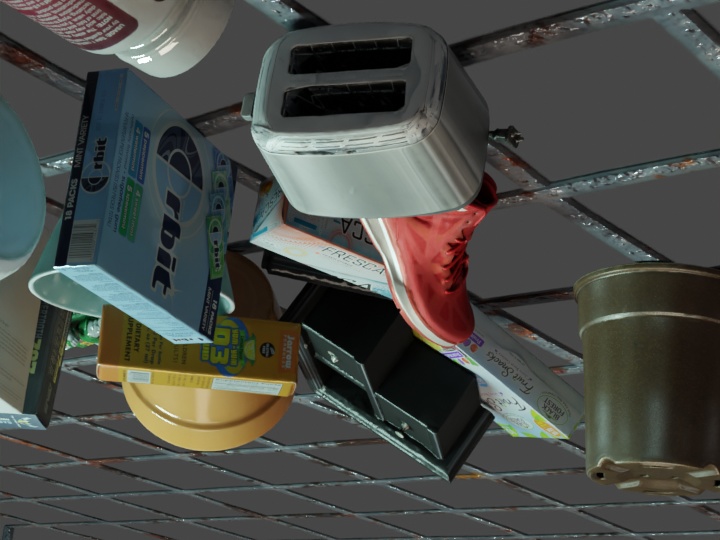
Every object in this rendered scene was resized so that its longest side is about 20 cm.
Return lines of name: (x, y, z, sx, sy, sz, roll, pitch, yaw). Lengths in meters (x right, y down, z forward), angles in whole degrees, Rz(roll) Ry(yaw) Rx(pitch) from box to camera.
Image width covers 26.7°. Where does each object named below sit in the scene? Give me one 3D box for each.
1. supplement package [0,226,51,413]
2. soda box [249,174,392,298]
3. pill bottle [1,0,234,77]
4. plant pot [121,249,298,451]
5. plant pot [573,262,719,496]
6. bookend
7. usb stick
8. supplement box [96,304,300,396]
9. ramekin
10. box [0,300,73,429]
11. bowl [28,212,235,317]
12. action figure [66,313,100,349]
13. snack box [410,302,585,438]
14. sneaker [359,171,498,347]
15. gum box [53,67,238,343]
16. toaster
supplement package: (-0.403, 0.032, 1.553, 0.118, 0.203, 0.121, 3, 161, 10)
soda box: (-0.003, -0.030, 1.435, 0.198, 0.064, 0.068, 22, 155, -28)
pill bottle: (-0.175, -0.204, 0.933, 0.113, 0.116, 0.199, -8, 156, 37)
plant pot: (-0.162, 0.072, 1.631, 0.197, 0.202, 0.141, 7, 146, -1)
plant pot: (0.312, 0.119, 1.564, 0.197, 0.201, 0.201, 6, 160, 2)
bookend: (0.032, 0.108, 1.615, 0.199, 0.092, 0.199, 32, 163, 20)
usb stick: (0.000, 0.000, 1.529, 0.197, 0.056, 0.033, 12, 130, 0)
supplement box: (-0.159, 0.079, 1.502, 0.197, 0.067, 0.069, 6, 162, -10)
ramekin: (-0.344, -0.071, 1.261, 0.093, 0.205, 0.202, -15, 154, 21)
box: (-0.399, 0.066, 1.650, 0.155, 0.203, 0.051, 3, 156, 8)
bowl: (-0.215, -0.023, 1.468, 0.198, 0.107, 0.201, 4, 165, 1)
action figure: (-0.327, 0.075, 1.887, 0.117, 0.055, 0.199, 16, 163, -33)
snack box: (0.136, 0.104, 1.653, 0.199, 0.053, 0.142, 39, 165, -13)
sneaker: (0.081, -0.017, 1.355, 0.114, 0.079, 0.201, -12, 127, 32)
gum box: (-0.176, -0.049, 1.292, 0.044, 0.172, 0.200, -2, 159, 22)
toaster: (0.012, -0.112, 1.138, 0.197, 0.115, 0.129, 1, 158, 22)
